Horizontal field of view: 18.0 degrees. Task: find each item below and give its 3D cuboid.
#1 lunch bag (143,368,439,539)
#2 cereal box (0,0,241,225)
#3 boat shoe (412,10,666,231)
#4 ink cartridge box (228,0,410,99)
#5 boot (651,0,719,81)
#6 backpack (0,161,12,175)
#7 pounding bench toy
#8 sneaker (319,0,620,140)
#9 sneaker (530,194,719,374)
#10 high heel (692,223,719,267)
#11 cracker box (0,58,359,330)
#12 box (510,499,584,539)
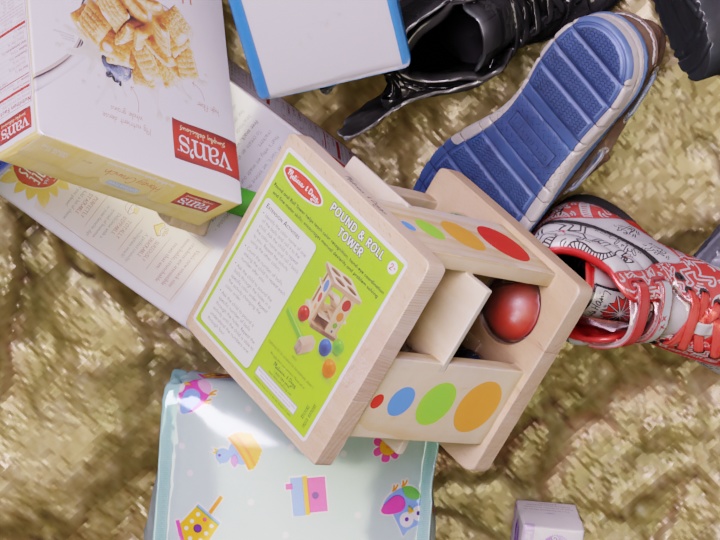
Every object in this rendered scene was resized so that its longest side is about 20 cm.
[{"bbox_3d":[-0.043,0.166,1.329,0.169,0.122,0.201,7,90,-3],"label":"lunch bag"},{"bbox_3d":[-0.131,-0.134,1.188,0.039,0.201,0.144,-25,152,35],"label":"cereal box"},{"bbox_3d":[0.106,-0.068,1.293,0.200,0.072,0.072,-44,72,37],"label":"boat shoe"},{"bbox_3d":[-0.038,-0.209,1.164,0.084,0.200,0.146,-14,132,3],"label":"ink cartridge box"},{"bbox_3d":[0.229,-0.202,1.256,0.162,0.073,0.199,-16,77,-17],"label":"boot"},{"bbox_3d":[-0.254,-0.106,1.195,0.154,0.191,0.200,35,124,-26],"label":"backpack"},{"bbox_3d":[0.000,0.000,1.244,0.156,0.200,0.125,8,118,-48],"label":"pounding bench toy"},{"bbox_3d":[0.072,-0.136,1.259,0.199,0.104,0.060,-22,106,5],"label":"sneaker"},{"bbox_3d":[0.181,0.029,1.286,0.201,0.108,0.067,28,114,11],"label":"sneaker"},{"bbox_3d":[0.312,-0.001,1.332,0.200,0.071,0.143,36,108,-6],"label":"high heel"},{"bbox_3d":[-0.115,-0.064,1.300,0.200,0.058,0.134,37,102,-13],"label":"cracker box"},{"bbox_3d":[0.104,0.243,1.422,0.041,0.039,0.201,6,108,-5],"label":"box"}]
